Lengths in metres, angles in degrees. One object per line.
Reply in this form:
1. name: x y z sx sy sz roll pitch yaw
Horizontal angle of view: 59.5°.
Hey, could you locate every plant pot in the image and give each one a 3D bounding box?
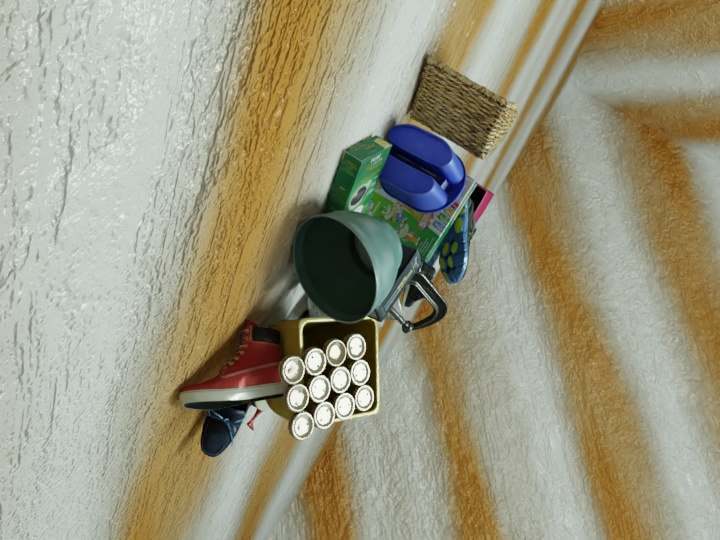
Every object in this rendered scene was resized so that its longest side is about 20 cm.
1. plant pot: -0.098 0.190 1.260 0.193 0.199 0.198 1 86 -40
2. plant pot: -0.007 -0.023 1.147 0.134 0.200 0.201 -28 150 -43

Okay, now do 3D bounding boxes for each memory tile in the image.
1. memory tile: -0.059 0.207 1.152 0.199 0.017 0.155 -15 97 -40

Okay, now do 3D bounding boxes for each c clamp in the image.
1. c clamp: 0.084 0.070 1.330 0.170 0.200 0.027 -37 -146 19

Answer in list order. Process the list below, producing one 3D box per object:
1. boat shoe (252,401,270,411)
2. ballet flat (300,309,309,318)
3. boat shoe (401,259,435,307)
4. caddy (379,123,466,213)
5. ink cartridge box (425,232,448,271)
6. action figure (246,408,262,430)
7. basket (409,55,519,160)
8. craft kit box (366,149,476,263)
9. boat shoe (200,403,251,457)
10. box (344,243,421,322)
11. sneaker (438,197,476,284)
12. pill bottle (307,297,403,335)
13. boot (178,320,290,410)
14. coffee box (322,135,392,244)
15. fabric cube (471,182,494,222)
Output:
1. boat shoe: -0.189 0.199 1.363 0.073 0.063 0.203 27 82 -35
2. ballet flat: -0.155 0.177 1.451 0.201 0.046 0.068 -53 167 -20
3. boat shoe: 0.131 0.034 1.382 0.200 0.065 0.075 94 10 -60
4. caddy: 0.117 -0.203 1.272 0.142 0.199 0.105 -54 150 -3
5. ink cartridge box: 0.104 -0.077 1.481 0.145 0.199 0.148 -50 165 -37
6. action figure: -0.205 0.288 1.488 0.200 0.065 0.099 -51 157 -22
7. basket: 0.225 -0.353 1.281 0.143 0.199 0.150 -45 162 -38
8. craft kit box: 0.113 -0.153 1.345 0.201 0.197 0.048 -58 164 1
9. boat shoe: -0.258 0.266 1.231 0.069 0.083 0.202 148 -35 -76
10. box: 0.000 0.000 1.268 0.158 0.199 0.051 -52 144 -24
11. sneaker: 0.222 -0.069 1.377 0.082 0.070 0.202 13 81 -49
12. pill bottle: -0.010 0.083 1.405 0.198 0.114 0.113 -14 166 4
13. boot: -0.230 0.165 1.121 0.198 0.146 0.072 -4 161 -30
14. coffee box: -0.014 -0.153 1.212 0.123 0.044 0.201 -40 159 -48
15. fabric cube: 0.223 -0.174 1.704 0.201 0.195 0.199 -61 168 12
